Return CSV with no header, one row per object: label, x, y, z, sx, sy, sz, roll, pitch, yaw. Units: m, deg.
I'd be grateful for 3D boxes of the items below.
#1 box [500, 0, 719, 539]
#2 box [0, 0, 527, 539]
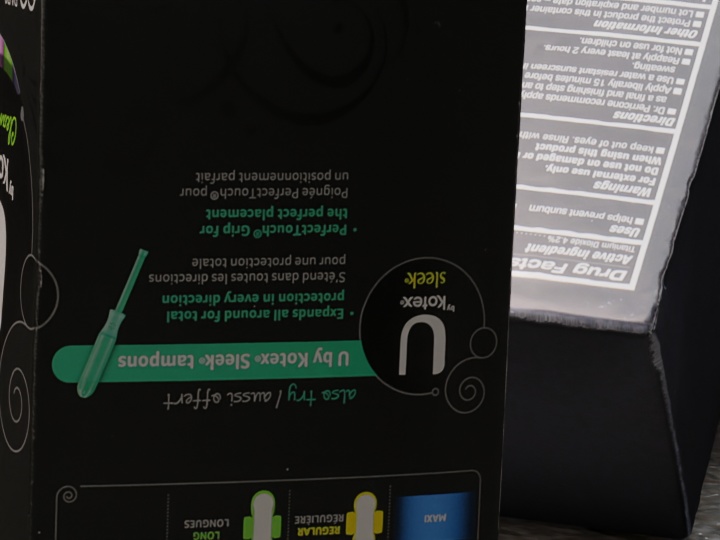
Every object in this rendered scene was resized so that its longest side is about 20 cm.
box,0.032,-0.028,1.009,0.200,0.123,0.199,6,51,19
box,-0.044,0.011,0.745,0.124,0.200,0.149,-1,10,-21
